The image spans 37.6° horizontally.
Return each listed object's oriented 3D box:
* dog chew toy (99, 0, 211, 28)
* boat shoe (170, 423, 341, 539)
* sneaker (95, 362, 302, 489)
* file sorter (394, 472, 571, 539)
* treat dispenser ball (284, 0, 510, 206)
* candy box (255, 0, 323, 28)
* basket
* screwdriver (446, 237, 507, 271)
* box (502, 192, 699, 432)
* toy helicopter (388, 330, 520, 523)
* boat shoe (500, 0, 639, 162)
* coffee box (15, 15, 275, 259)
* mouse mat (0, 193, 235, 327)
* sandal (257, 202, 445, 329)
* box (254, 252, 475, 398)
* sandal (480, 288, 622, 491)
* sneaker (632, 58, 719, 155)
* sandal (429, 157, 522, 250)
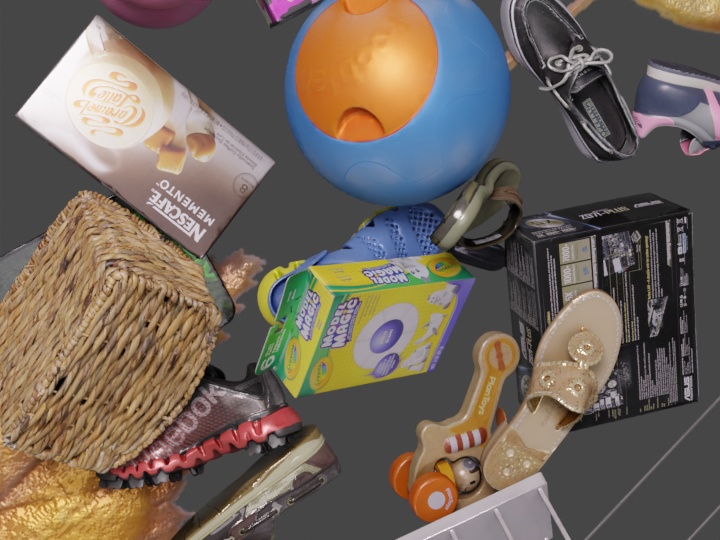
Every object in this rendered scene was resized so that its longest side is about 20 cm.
[{"bbox_3d":[-0.172,-0.270,0.879,0.124,0.200,0.126,-1,97,-11],"label":"dog chew toy"},{"bbox_3d":[-0.103,0.233,1.013,0.201,0.072,0.066,-40,97,-10],"label":"boat shoe"},{"bbox_3d":[-0.159,0.143,0.995,0.199,0.071,0.099,-19,81,3],"label":"sneaker"},{"bbox_3d":[0.112,0.310,1.001,0.199,0.125,0.139,-24,143,-4],"label":"file sorter"},{"bbox_3d":[0.032,-0.158,0.933,0.199,0.201,0.203,-1,96,-11],"label":"treat dispenser ball"},{"bbox_3d":[-0.026,-0.331,0.974,0.199,0.061,0.137,-29,101,-7],"label":"candy box"},{"bbox_3d":[-0.227,0.057,0.944,0.142,0.149,0.201,25,107,-40],"label":"basket"},{"bbox_3d":[0.181,-0.002,1.066,0.198,0.029,0.028,13,93,-10],"label":"screwdriver"},{"bbox_3d":[0.236,0.041,1.039,0.163,0.086,0.201,-12,108,-10],"label":"box"},{"bbox_3d":[0.119,0.160,1.048,0.131,0.079,0.201,17,93,-19],"label":"toy helicopter"},{"bbox_3d":[0.208,-0.192,1.032,0.073,0.068,0.200,-30,101,-7],"label":"boat shoe"},{"bbox_3d":[-0.191,-0.115,0.950,0.200,0.080,0.115,40,83,-12],"label":"coffee box"},{"bbox_3d":[-0.237,0.023,0.997,0.199,0.008,0.162,-30,101,-8],"label":"mouse mat"},{"bbox_3d":[0.000,0.000,1.003,0.199,0.087,0.080,-32,99,-8],"label":"sandal"},{"bbox_3d":[0.004,0.048,0.961,0.199,0.048,0.118,-5,129,-38],"label":"box"},{"bbox_3d":[0.184,0.124,0.967,0.077,0.070,0.213,27,103,-12],"label":"sandal"},{"bbox_3d":[0.368,-0.151,1.079,0.199,0.070,0.083,15,110,-10],"label":"sneaker"},{"bbox_3d":[0.115,-0.049,0.974,0.057,0.201,0.080,33,114,8],"label":"sandal"}]
